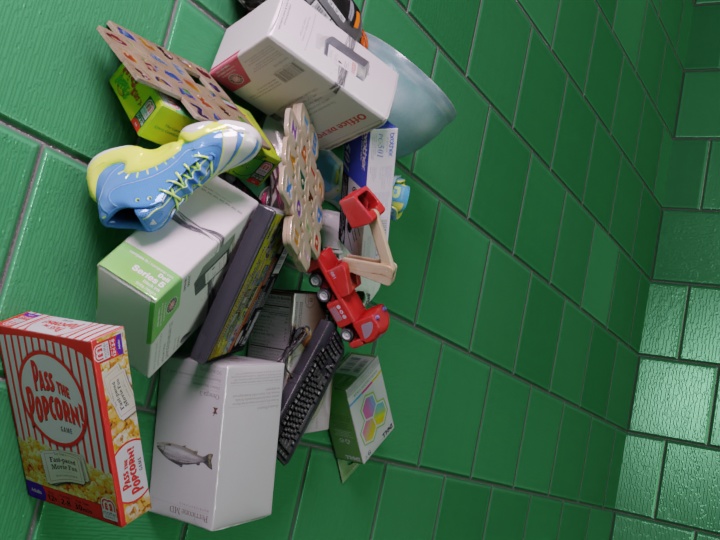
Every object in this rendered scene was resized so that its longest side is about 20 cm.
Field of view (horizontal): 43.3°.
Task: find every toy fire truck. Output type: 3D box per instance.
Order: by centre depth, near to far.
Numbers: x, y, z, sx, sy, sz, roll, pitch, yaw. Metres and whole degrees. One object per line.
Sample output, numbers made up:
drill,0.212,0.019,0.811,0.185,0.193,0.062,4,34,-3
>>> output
toy fire truck,0.000,0.000,1.262,0.201,0.140,0.049,60,31,-9

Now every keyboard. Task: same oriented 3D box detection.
keyboard,-0.084,0.154,1.247,0.127,0.020,0.201,56,51,-42

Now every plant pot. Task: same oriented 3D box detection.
plant pot,0.028,-0.243,1.375,0.135,0.200,0.200,-52,142,-1

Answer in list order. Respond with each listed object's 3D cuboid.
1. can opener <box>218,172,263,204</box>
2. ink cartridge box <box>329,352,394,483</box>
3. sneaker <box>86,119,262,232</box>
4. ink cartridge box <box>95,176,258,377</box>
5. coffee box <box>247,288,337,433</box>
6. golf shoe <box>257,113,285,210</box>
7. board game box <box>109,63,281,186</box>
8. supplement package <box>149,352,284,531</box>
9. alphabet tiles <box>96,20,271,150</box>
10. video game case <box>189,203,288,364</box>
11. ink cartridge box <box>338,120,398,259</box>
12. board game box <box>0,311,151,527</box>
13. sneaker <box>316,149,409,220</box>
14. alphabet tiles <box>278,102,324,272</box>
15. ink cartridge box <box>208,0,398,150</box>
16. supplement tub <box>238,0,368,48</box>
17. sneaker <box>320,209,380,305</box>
can opener,-0.169,-0.103,1.169,0.200,0.063,0.079,45,57,-40
ink cartridge box,0.000,0.247,1.497,0.104,0.059,0.201,-41,128,-47
sneaker,-0.199,-0.093,0.990,0.076,0.198,0.106,65,12,-60
ink cartridge box,-0.213,0.001,1.061,0.200,0.084,0.146,-50,166,-41
coffee box,-0.099,0.129,1.308,0.114,0.079,0.202,6,89,-57
golf shoe,-0.096,-0.141,1.270,0.077,0.088,0.202,-2,95,-55
board game box,-0.193,-0.177,1.084,0.048,0.102,0.199,-46,146,18
supplement package,-0.183,0.212,1.159,0.117,0.116,0.202,5,89,-57
alphabet tiles,-0.206,-0.216,1.044,0.008,0.167,0.200,-48,150,16
video game case,-0.139,0.015,1.146,0.201,0.025,0.181,-65,174,3
ink cartridge box,0.009,-0.119,1.290,0.044,0.094,0.202,-6,118,-21
board game box,-0.297,0.151,0.943,0.046,0.151,0.202,-25,115,-53
sneaker,0.000,-0.133,1.378,0.200,0.130,0.080,24,76,-55
alphabet tiles,-0.076,-0.106,1.156,0.196,0.014,0.202,65,26,-64
ink cartridge box,-0.071,-0.254,1.182,0.199,0.145,0.085,32,61,-31
supplement tub,-0.076,-0.355,1.236,0.200,0.122,0.123,43,60,-52
sneaker,-0.021,-0.017,1.422,0.081,0.076,0.200,-57,138,-21
